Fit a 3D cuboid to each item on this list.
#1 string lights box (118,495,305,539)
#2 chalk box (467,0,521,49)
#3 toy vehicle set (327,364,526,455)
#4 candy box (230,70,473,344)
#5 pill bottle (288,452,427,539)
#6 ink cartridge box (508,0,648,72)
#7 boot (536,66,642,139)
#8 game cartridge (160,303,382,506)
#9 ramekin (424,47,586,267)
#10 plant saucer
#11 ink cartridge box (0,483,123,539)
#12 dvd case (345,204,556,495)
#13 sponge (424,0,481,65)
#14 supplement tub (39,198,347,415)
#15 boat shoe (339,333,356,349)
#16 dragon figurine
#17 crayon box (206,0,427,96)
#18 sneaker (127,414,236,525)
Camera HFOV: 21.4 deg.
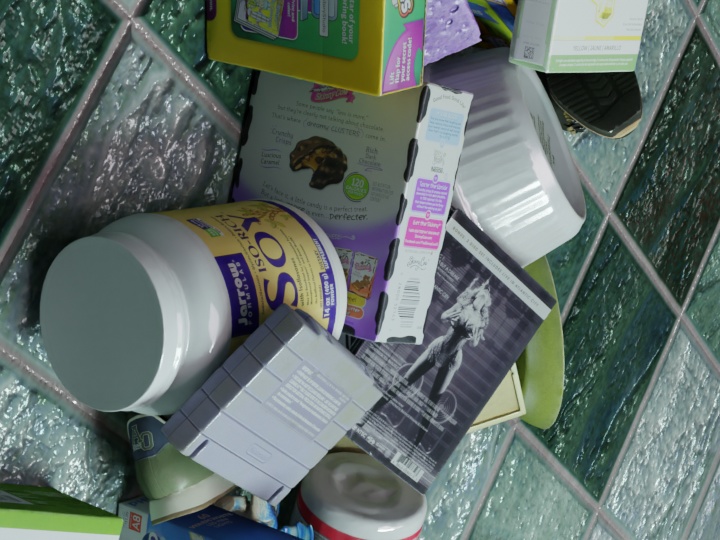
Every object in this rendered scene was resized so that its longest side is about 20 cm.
[{"bbox_3d":[-0.097,0.246,1.459,0.059,0.199,0.104,-13,112,-52],"label":"string lights box"},{"bbox_3d":[0.108,-0.285,1.619,0.200,0.123,0.126,42,69,-51],"label":"chalk box"},{"bbox_3d":[0.037,0.101,1.637,0.199,0.027,0.125,-17,126,-4],"label":"toy vehicle set"},{"bbox_3d":[-0.015,-0.059,1.489,0.071,0.167,0.202,4,99,-55],"label":"candy box"},{"bbox_3d":[-0.019,0.267,1.641,0.110,0.110,0.201,-19,132,-50],"label":"pill bottle"},{"bbox_3d":[0.194,-0.269,1.595,0.145,0.048,0.202,-8,112,-51],"label":"ink cartridge box"},{"bbox_3d":[0.208,-0.156,1.752,0.077,0.200,0.139,-28,137,-2],"label":"boot"},{"bbox_3d":[-0.060,0.099,1.389,0.130,0.038,0.200,-49,156,-3],"label":"game cartridge"},{"bbox_3d":[0.123,-0.100,1.645,0.203,0.094,0.203,59,18,-32],"label":"ramekin"},{"bbox_3d":[0.143,0.049,1.769,0.031,0.200,0.201,-9,115,-12],"label":"plant saucer"},{"bbox_3d":[-0.264,0.256,1.341,0.147,0.075,0.201,16,90,-56],"label":"ink cartridge box"},{"bbox_3d":[0.062,0.067,1.560,0.149,0.016,0.201,40,83,-37],"label":"dvd case"},{"bbox_3d":[0.015,-0.239,1.525,0.200,0.111,0.030,59,12,-47],"label":"sponge"},{"bbox_3d":[-0.121,0.026,1.393,0.199,0.145,0.147,-11,111,-53],"label":"supplement tub"},{"bbox_3d":[0.000,0.000,1.570,0.074,0.067,0.201,121,-31,-74],"label":"boat shoe"},{"bbox_3d":[-0.079,0.216,1.560,0.099,0.059,0.201,-2,128,-45],"label":"dragon figurine"},{"bbox_3d":[-0.032,-0.243,1.393,0.058,0.172,0.202,-20,118,-49],"label":"crayon box"},{"bbox_3d":[-0.120,0.126,1.498,0.090,0.067,0.200,68,25,-3],"label":"sneaker"}]
